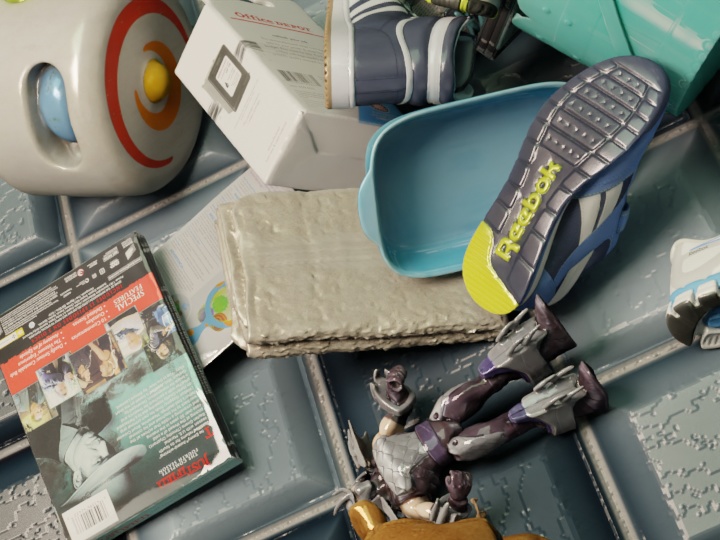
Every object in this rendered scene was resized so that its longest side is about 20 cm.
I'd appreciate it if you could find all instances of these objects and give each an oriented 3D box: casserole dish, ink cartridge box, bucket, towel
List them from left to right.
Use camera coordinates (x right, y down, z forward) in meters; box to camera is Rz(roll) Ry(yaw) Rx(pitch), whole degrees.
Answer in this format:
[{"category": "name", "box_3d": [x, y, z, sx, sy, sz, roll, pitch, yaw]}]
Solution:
[{"category": "ink cartridge box", "box_3d": [-0.061, -0.142, 1.303, 0.200, 0.116, 0.067, 51, 123, 40]}, {"category": "towel", "box_3d": [0.000, 0.000, 1.195, 0.200, 0.034, 0.133, -2, 55, -13]}, {"category": "casserole dish", "box_3d": [0.084, -0.067, 1.179, 0.200, 0.121, 0.039, -14, 21, -19]}, {"category": "bucket", "box_3d": [0.216, -0.216, 1.172, 0.135, 0.207, 0.207, 36, 77, 11]}]

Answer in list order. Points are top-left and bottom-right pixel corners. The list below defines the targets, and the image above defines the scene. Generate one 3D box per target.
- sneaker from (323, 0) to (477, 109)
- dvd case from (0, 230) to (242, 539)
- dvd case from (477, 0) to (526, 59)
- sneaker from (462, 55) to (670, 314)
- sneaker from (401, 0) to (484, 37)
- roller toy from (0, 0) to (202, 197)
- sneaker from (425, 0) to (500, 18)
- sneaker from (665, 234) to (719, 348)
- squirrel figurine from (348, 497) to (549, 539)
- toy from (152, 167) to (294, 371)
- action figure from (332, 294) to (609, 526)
[{"category": "sneaker", "box_3d": [0.030, -0.174, 1.230, 0.108, 0.070, 0.200, -1, 31, 3]}, {"category": "dvd case", "box_3d": [-0.187, 0.089, 1.243, 0.146, 0.022, 0.200, -32, 65, 10]}, {"category": "dvd case", "box_3d": [0.154, -0.261, 1.225, 0.022, 0.200, 0.146, 37, 57, 10]}, {"category": "sneaker", "box_3d": [0.148, -0.057, 1.143, 0.074, 0.082, 0.200, 46, 111, 35]}, {"category": "sneaker", "box_3d": [0.085, -0.221, 1.329, 0.086, 0.078, 0.200, 15, 66, 29]}, {"category": "roller toy", "box_3d": [-0.214, -0.149, 1.357, 0.140, 0.200, 0.183, 1, 70, 25]}, {"category": "sneaker", "box_3d": [0.064, -0.243, 1.230, 0.200, 0.075, 0.076, -130, 53, -60]}, {"category": "sneaker", "box_3d": [0.293, -0.019, 1.097, 0.200, 0.075, 0.087, -14, 48, 16]}, {"category": "squirrel figurine", "box_3d": [0.030, 0.219, 0.984, 0.200, 0.187, 0.142, -21, 52, 11]}, {"category": "toy", "box_3d": [-0.113, 0.020, 1.279, 0.200, 0.047, 0.115, -39, 57, 2]}, {"category": "action figure", "box_3d": [0.062, 0.106, 1.124, 0.200, 0.069, 0.130, -35, 60, 6]}]
